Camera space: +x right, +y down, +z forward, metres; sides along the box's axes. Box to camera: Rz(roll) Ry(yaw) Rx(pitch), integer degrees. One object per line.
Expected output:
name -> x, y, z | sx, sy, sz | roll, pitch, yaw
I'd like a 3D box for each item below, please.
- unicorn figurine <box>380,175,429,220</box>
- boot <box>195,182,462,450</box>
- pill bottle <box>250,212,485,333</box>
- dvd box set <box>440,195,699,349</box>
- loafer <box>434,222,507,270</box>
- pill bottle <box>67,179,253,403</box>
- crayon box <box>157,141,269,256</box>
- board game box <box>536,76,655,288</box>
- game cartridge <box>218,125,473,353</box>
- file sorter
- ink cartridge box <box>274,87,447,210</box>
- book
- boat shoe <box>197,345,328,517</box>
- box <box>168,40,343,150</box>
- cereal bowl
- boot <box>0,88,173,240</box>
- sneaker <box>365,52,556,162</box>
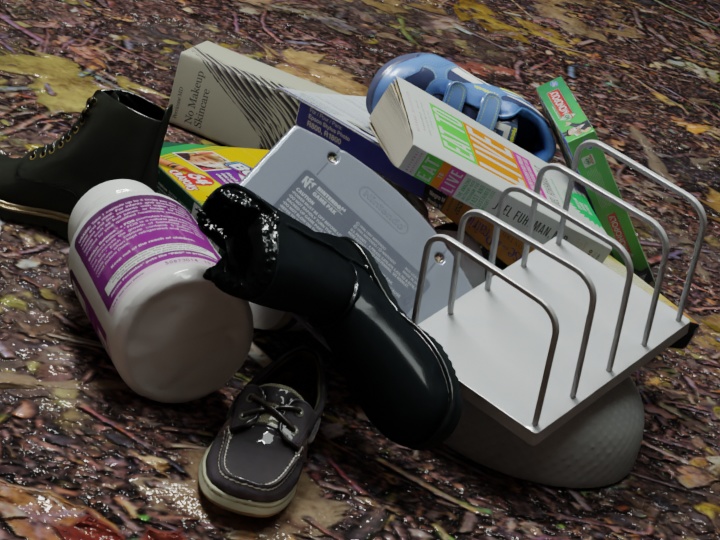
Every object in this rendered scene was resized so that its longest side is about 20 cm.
unicorn figurine -> 0.016, -0.069, 1.928 | 0.137, 0.074, 0.200 | 33, 17, 10
boot -> -0.028, 0.034, 1.459 | 0.168, 0.076, 0.201 | 22, 31, -51
pill bottle -> 0.000, 0.000, 1.705 | 0.199, 0.112, 0.111 | 6, 23, -28
dvd box set -> 0.179, -0.003, 1.744 | 0.200, 0.030, 0.146 | 40, 20, 34
loafer -> 0.121, -0.009, 1.878 | 0.075, 0.069, 0.199 | 22, 28, 39
pill bottle -> -0.161, 0.008, 1.563 | 0.111, 0.113, 0.200 | 6, 25, -26
crayon box -> -0.097, -0.052, 1.830 | 0.171, 0.059, 0.200 | 1, 25, -34
board game box -> 0.219, -0.064, 1.859 | 0.029, 0.201, 0.135 | -23, 26, 4
game cartridge -> -0.012, -0.013, 1.609 | 0.200, 0.040, 0.133 | 43, 65, -2
file sorter -> 0.149, 0.008, 1.549 | 0.138, 0.125, 0.199 | 33, 45, 29
ink cartridge box -> 0.042, -0.105, 1.856 | 0.199, 0.041, 0.199 | 32, 17, 30
book -> 0.110, -0.077, 1.721 | 0.199, 0.048, 0.134 | 26, 20, -20
boat shoe -> -0.065, 0.110, 1.449 | 0.071, 0.065, 0.200 | 19, 21, 6
box -> -0.092, -0.159, 2.072 | 0.199, 0.083, 0.068 | 21, 23, 14
cereal bowl -> 0.138, 0.088, 1.633 | 0.198, 0.084, 0.200 | 14, 21, -5
boot -> -0.255, -0.107, 1.740 | 0.198, 0.139, 0.077 | 19, 21, 8
sneaker -> 0.096, -0.141, 1.840 | 0.199, 0.074, 0.082 | 11, 21, -34
